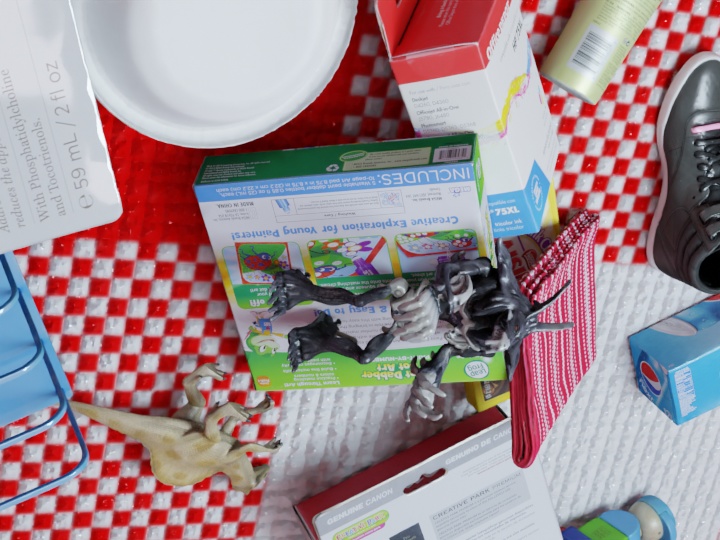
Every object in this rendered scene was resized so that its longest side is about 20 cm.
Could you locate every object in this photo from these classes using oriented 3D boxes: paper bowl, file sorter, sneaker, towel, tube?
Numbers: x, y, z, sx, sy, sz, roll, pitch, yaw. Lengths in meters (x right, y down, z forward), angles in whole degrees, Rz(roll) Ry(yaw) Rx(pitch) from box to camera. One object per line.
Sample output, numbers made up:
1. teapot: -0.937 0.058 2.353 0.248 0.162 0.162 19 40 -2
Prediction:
1. paper bowl: -0.096 -0.177 0.938 0.200 0.104 0.201 -11 118 -21
2. file sorter: -0.281 0.058 0.963 0.139 0.123 0.200 -23 123 -12
3. sneaker: 0.289 -0.072 1.166 0.071 0.099 0.200 -6 116 -19
4. towel: 0.156 0.050 1.129 0.200 0.022 0.145 -43 134 -57
5. tube: 0.209 -0.223 1.088 0.200 0.052 0.058 -59 164 8

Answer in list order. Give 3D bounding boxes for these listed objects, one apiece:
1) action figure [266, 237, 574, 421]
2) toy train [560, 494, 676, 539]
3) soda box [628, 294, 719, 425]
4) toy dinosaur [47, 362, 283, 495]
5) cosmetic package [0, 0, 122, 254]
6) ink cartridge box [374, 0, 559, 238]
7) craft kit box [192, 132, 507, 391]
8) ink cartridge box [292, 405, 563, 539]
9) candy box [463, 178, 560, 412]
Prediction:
1. action figure: 0.042 0.042 0.978 0.200 0.102 0.119 -1 127 14
2. toy train: 0.247 0.313 1.361 0.116 0.085 0.200 -26 124 -26
3. soda box: 0.343 0.057 1.274 0.200 0.068 0.064 -24 122 -12
4. toy dinosaur: -0.130 0.125 1.097 0.200 0.058 0.101 29 112 -33
5. cosmetic package: -0.270 -0.105 0.858 0.200 0.166 0.168 -18 121 -14
6. ink cartridge box: 0.080 -0.134 1.023 0.067 0.116 0.200 -7 126 22
7. craft kit box: 0.000 0.000 1.040 0.200 0.049 0.198 -3 125 12
8. ink cartridge box: 0.056 0.206 1.211 0.200 0.084 0.176 -25 123 -11
9. candy box: 0.121 0.015 1.179 0.102 0.026 0.200 -23 122 -16
